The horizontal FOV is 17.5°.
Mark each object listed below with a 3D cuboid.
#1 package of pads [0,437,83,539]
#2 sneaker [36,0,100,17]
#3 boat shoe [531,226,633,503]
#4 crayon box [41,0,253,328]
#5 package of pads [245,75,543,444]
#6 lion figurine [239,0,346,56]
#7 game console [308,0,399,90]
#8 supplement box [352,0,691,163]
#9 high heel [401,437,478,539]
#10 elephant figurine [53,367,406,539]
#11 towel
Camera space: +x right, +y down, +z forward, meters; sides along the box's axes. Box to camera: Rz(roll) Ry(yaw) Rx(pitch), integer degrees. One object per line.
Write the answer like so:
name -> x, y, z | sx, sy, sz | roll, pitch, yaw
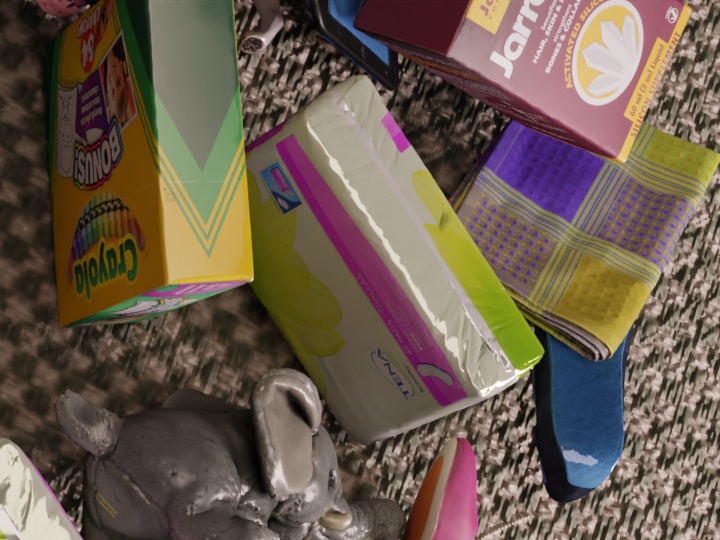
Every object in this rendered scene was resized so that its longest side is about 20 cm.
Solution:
package of pads -> -0.176, 0.187, 1.297 | 0.068, 0.154, 0.201 | -33, 94, -16
sneaker -> -0.143, -0.177, 1.353 | 0.070, 0.199, 0.082 | 41, 72, -44
boat shoe -> 0.132, 0.054, 1.513 | 0.083, 0.069, 0.201 | 19, 56, -7
crayon box -> -0.127, -0.065, 1.342 | 0.058, 0.200, 0.174 | -1, 82, -24
package of pads -> 0.000, 0.000, 1.410 | 0.068, 0.154, 0.201 | -35, 94, -33
lion figurine -> -0.092, -0.208, 1.469 | 0.199, 0.072, 0.123 | 21, 43, -31
game console -> 0.034, -0.223, 1.445 | 0.170, 0.200, 0.119 | -37, 76, 8
supplement box -> 0.102, -0.156, 1.436 | 0.199, 0.085, 0.111 | 24, 90, -48
high heel -> 0.070, 0.209, 1.449 | 0.095, 0.067, 0.202 | 13, 79, -11
elephant figurine -> -0.070, 0.120, 1.389 | 0.141, 0.156, 0.200 | 26, 39, 24
towel -> 0.139, -0.041, 1.520 | 0.143, 0.023, 0.200 | 31, 55, 8
